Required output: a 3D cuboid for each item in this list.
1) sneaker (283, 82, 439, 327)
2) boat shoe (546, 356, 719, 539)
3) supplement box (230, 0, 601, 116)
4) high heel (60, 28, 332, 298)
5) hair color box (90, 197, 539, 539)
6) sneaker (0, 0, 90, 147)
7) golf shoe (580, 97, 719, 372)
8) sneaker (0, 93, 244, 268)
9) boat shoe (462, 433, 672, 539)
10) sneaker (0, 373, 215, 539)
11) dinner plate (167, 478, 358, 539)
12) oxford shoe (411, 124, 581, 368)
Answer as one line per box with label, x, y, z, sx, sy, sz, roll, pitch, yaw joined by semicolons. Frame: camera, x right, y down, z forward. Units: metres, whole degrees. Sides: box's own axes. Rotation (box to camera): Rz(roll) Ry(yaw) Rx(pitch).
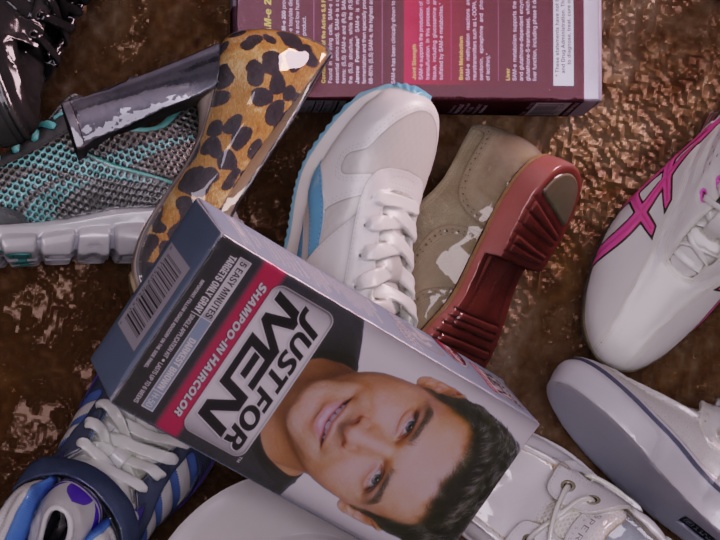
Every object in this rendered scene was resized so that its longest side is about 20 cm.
sneaker;0.000;0.000;1.280;0.081;0.076;0.200;29;100;42
boat shoe;0.191;0.105;1.327;0.200;0.071;0.070;40;69;-1
supplement box;0.029;-0.141;1.330;0.200;0.061;0.109;1;86;-5
high heel;-0.054;-0.020;1.253;0.142;0.071;0.200;-21;90;-9
hair color box;-0.022;0.060;1.208;0.200;0.061;0.099;31;98;-25
sneaker;-0.159;-0.165;1.298;0.104;0.060;0.200;-13;62;5
golf shoe;0.187;-0.033;1.320;0.073;0.092;0.200;35;86;-2
sneaker;-0.164;-0.049;1.309;0.200;0.078;0.091;-3;83;-14
boat shoe;0.119;0.140;1.312;0.200;0.069;0.071;31;85;-4
sneaker;-0.126;0.106;1.259;0.081;0.146;0.200;35;86;-2
dinner plate;-0.030;0.202;1.238;0.200;0.024;0.201;5;81;-38
oxford shoe;0.039;0.013;1.330;0.075;0.070;0.200;35;90;30
